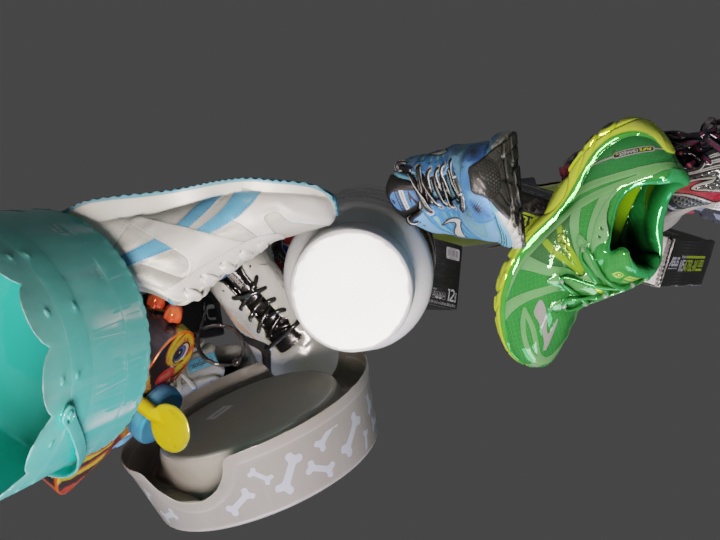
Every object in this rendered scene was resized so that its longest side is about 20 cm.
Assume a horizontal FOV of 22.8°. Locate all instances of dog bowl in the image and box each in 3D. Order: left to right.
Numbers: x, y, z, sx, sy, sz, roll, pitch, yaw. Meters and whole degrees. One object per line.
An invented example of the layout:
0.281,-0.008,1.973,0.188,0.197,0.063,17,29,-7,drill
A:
-0.077,0.126,1.332,0.198,0.059,0.200,-20,-167,5,dog bowl

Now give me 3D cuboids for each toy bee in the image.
-0.168,0.066,1.305,0.130,0.201,0.109,19,139,7,toy bee

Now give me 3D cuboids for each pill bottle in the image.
0.000,0.000,1.358,0.113,0.115,0.200,-9,-173,5,pill bottle

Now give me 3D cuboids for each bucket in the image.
-0.248,0.054,1.186,0.206,0.209,0.134,-10,-178,31,bucket

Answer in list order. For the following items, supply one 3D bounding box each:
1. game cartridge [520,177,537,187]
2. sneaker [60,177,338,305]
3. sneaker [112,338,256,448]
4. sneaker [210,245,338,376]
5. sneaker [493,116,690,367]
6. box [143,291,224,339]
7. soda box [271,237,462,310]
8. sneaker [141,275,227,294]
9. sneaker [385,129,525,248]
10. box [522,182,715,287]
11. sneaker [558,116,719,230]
0.076,-0.055,1.695,0.128,0.039,0.200,-3,176,-18,game cartridge
-0.111,-0.019,1.260,0.198,0.082,0.077,-10,176,-3,sneaker
-0.159,0.086,1.431,0.086,0.075,0.199,-32,169,32,sneaker
-0.080,0.032,1.450,0.074,0.200,0.080,-42,162,6,sneaker
0.159,-0.009,1.243,0.074,0.201,0.084,4,-147,-41,sneaker
-0.215,0.019,1.476,0.121,0.107,0.200,-11,177,24,box
0.007,-0.007,1.620,0.070,0.064,0.199,1,171,40,soda box
-0.163,-0.015,1.315,0.199,0.076,0.105,-16,-178,-41,sneaker
0.064,-0.049,1.239,0.089,0.079,0.200,-5,177,-4,sneaker
0.173,-0.034,1.444,0.199,0.048,0.193,18,-171,20,box
0.240,-0.079,1.318,0.198,0.081,0.075,-6,147,-20,sneaker
